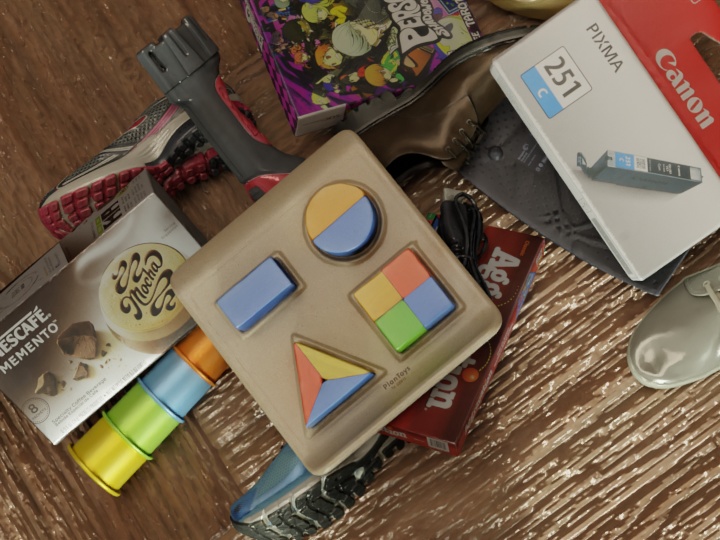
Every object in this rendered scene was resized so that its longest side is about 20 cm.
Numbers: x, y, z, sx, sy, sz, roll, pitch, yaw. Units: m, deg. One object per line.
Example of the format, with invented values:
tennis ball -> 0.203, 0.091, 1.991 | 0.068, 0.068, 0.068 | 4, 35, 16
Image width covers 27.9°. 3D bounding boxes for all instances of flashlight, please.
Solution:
flashlight -> -0.094, -0.116, 1.182 | 0.068, 0.068, 0.201 | -36, 101, 5

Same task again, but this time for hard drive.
hard drive -> 0.188, -0.077, 1.162 | 0.199, 0.042, 0.135 | 34, 85, 21

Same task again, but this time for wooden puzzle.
wooden puzzle -> -0.023, 0.020, 1.077 | 0.185, 0.046, 0.200 | -39, 75, 3

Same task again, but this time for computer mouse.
computer mouse -> 0.000, 0.000, 1.135 | 0.198, 0.053, 0.139 | -12, 48, 12

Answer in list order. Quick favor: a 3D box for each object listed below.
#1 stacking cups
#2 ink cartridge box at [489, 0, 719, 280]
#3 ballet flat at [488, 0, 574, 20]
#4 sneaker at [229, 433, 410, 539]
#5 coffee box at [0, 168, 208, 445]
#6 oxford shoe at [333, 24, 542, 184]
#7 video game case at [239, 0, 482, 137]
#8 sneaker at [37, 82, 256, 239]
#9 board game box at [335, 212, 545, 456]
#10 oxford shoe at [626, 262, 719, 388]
stacking cups -> -0.149, 0.095, 1.197 | 0.200, 0.061, 0.060 | -45, 70, -6
ink cartridge box -> 0.223, -0.123, 1.092 | 0.176, 0.045, 0.201 | -35, 88, 0
ballet flat -> 0.102, -0.263, 1.200 | 0.199, 0.063, 0.069 | 26, 102, 4
sneaker -> -0.028, 0.132, 1.151 | 0.200, 0.079, 0.090 | -42, 60, -9
coffee box -> -0.213, 0.029, 1.186 | 0.200, 0.080, 0.113 | -39, 112, 1
oxford shoe -> 0.081, -0.123, 1.159 | 0.199, 0.073, 0.085 | -32, 67, 18
video game case -> -0.006, -0.225, 1.221 | 0.180, 0.036, 0.201 | -16, 70, -16
sneaker -> -0.186, -0.092, 1.244 | 0.199, 0.081, 0.075 | -32, 53, -11
board game box -> 0.064, 0.044, 1.129 | 0.102, 0.020, 0.201 | 14, 56, 20
oxford shoe -> 0.289, 0.020, 1.104 | 0.199, 0.058, 0.076 | -32, 73, 6
